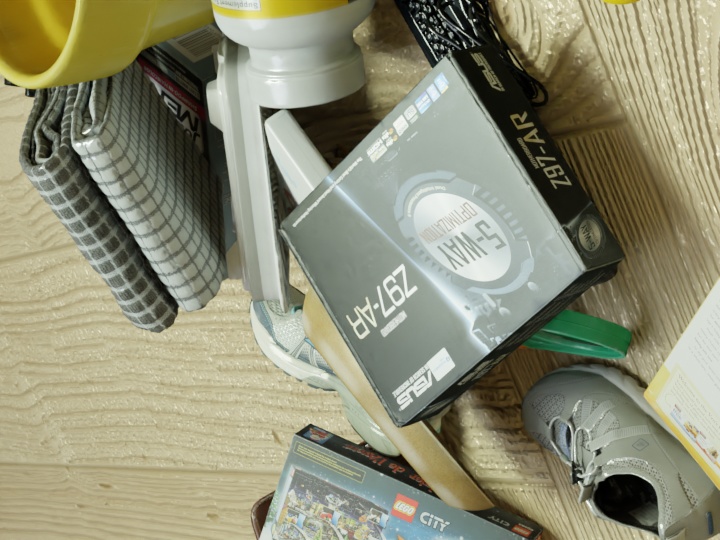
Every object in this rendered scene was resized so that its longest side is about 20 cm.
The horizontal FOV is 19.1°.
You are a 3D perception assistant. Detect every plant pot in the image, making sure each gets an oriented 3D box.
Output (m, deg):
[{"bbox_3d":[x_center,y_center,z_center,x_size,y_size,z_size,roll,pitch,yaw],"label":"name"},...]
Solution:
[{"bbox_3d":[0.020,0.095,1.496,0.200,0.027,0.200,49,179,1],"label":"plant pot"},{"bbox_3d":[-0.164,-0.238,1.513,0.200,0.188,0.202,21,116,51],"label":"plant pot"}]

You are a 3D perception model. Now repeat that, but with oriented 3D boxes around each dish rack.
[{"bbox_3d":[-0.083,-0.083,1.587,0.172,0.043,0.201,-92,-3,-68],"label":"dish rack"}]

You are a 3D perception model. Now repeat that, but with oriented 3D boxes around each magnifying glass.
[{"bbox_3d":[0.116,0.043,1.438,0.200,0.079,0.023,176,110,-72],"label":"magnifying glass"}]

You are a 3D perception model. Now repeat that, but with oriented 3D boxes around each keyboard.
[{"bbox_3d":[0.060,-0.140,1.396,0.201,0.039,0.104,59,154,7],"label":"keyboard"}]

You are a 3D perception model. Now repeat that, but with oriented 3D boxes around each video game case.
[{"bbox_3d":[0.000,0.000,1.518,0.200,0.024,0.182,55,172,18],"label":"video game case"}]

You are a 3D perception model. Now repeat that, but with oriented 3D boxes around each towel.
[{"bbox_3d":[-0.176,-0.067,1.574,0.166,0.085,0.200,56,-169,-27],"label":"towel"}]

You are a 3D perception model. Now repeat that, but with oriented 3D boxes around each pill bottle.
[{"bbox_3d":[-0.049,-0.216,1.423,0.112,0.112,0.201,23,127,52],"label":"pill bottle"}]

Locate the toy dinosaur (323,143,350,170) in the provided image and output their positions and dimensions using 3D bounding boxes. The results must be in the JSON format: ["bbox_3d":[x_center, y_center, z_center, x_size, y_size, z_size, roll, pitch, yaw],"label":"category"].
[{"bbox_3d":[0.020,-0.036,1.557,0.200,0.060,0.106,52,169,33],"label":"toy dinosaur"}]

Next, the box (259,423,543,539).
[{"bbox_3d":[0.023,0.219,1.620,0.199,0.038,0.137,23,106,14],"label":"box"}]

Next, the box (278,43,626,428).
[{"bbox_3d":[0.052,-0.018,1.345,0.200,0.043,0.161,-42,72,41],"label":"box"}]

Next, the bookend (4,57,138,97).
[{"bbox_3d":[-0.254,-0.228,1.730,0.200,0.092,0.200,1,86,61],"label":"bookend"}]

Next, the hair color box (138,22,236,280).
[{"bbox_3d":[-0.124,-0.102,1.731,0.099,0.060,0.201,39,145,39],"label":"hair color box"}]

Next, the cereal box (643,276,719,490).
[{"bbox_3d":[0.250,0.072,1.243,0.144,0.039,0.200,53,151,19],"label":"cereal box"}]

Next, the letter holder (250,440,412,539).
[{"bbox_3d":[0.018,0.246,1.695,0.100,0.142,0.201,-20,95,63],"label":"letter holder"}]

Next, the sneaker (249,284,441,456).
[{"bbox_3d":[-0.005,0.053,1.664,0.200,0.077,0.087,37,132,30],"label":"sneaker"}]

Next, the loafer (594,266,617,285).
[{"bbox_3d":[0.095,0.000,1.422,0.072,0.073,0.200,45,156,-11],"label":"loafer"}]

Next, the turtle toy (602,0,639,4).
[{"bbox_3d":[0.082,-0.226,1.210,0.200,0.101,0.146,33,140,45],"label":"turtle toy"}]

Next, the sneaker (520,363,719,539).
[{"bbox_3d":[0.163,0.119,1.392,0.200,0.082,0.075,24,134,52],"label":"sneaker"}]
